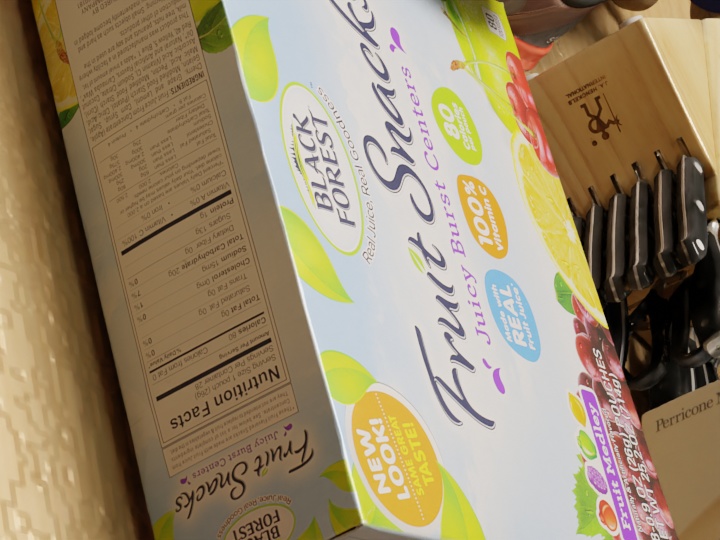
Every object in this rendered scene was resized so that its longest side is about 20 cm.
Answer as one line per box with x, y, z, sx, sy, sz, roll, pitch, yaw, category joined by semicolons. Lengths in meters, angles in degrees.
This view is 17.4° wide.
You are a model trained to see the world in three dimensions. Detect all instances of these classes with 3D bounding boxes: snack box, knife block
0.000;0.000;0.655;0.169;0.068;0.200;19;48;-52;snack box
0.134;-0.006;0.893;0.200;0.064;0.176;-11;75;-62;knife block

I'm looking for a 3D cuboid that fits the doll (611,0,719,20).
0.104;-0.143;0.918;0.049;0.136;0.200;-69;162;-3;doll

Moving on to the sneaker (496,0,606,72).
0.027;-0.141;0.812;0.200;0.082;0.077;28;43;-48;sneaker

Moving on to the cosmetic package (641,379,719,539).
0.147;0.126;0.728;0.073;0.103;0.200;32;44;-34;cosmetic package
